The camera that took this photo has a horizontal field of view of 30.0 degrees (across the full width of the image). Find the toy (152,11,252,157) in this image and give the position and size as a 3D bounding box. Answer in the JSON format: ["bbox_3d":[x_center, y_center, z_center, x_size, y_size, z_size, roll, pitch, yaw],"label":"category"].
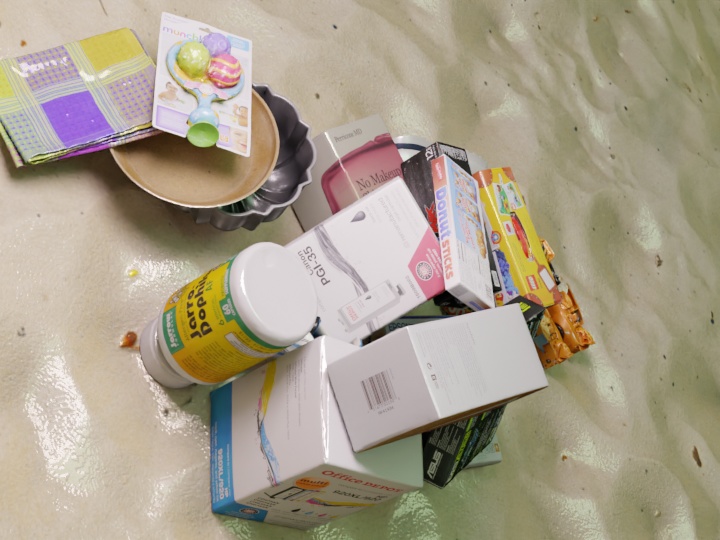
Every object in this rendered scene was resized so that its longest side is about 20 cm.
[{"bbox_3d":[-0.171,-0.225,1.520,0.114,0.047,0.202,16,48,-20],"label":"toy"}]

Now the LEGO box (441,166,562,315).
[{"bbox_3d":[0.169,-0.019,1.854,0.077,0.148,0.202,-11,77,-48],"label":"LEGO box"}]

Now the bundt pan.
[{"bbox_3d":[-0.155,-0.130,1.596,0.199,0.076,0.204,8,58,-12],"label":"bundt pan"}]

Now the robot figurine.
[{"bbox_3d":[0.270,0.037,1.997,0.144,0.058,0.202,-20,85,-50],"label":"robot figurine"}]

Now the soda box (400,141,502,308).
[{"bbox_3d":[0.114,-0.057,1.711,0.063,0.070,0.202,8,63,-45],"label":"soda box"}]

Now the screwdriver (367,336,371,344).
[{"bbox_3d":[0.014,0.123,1.711,0.029,0.028,0.202,58,28,-55],"label":"screwdriver"}]

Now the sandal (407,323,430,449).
[{"bbox_3d":[0.077,0.161,1.637,0.076,0.042,0.202,39,45,-49],"label":"sandal"}]

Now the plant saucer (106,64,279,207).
[{"bbox_3d":[-0.192,-0.148,1.528,0.198,0.036,0.202,8,58,-13],"label":"plant saucer"}]

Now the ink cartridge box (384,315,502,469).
[{"bbox_3d":[0.097,0.161,1.743,0.197,0.047,0.202,3,68,-51],"label":"ink cartridge box"}]

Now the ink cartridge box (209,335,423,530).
[{"bbox_3d":[-0.050,0.184,1.477,0.146,0.199,0.146,19,56,-38],"label":"ink cartridge box"}]

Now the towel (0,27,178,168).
[{"bbox_3d":[-0.309,-0.195,1.484,0.198,0.023,0.145,-19,68,-27],"label":"towel"}]

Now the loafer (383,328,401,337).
[{"bbox_3d":[0.023,0.131,1.586,0.069,0.200,0.071,9,64,-22],"label":"loafer"}]

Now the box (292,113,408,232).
[{"bbox_3d":[0.000,-0.083,1.744,0.127,0.108,0.202,-26,89,-50],"label":"box"}]

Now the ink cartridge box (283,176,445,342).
[{"bbox_3d":[0.000,0.000,1.622,0.147,0.199,0.083,59,5,-3],"label":"ink cartridge box"}]

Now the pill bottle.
[{"bbox_3d":[-0.148,0.056,1.444,0.112,0.199,0.114,23,54,-36],"label":"pill bottle"}]

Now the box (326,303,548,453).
[{"bbox_3d":[0.083,0.110,1.406,0.199,0.124,0.098,-9,75,-49],"label":"box"}]

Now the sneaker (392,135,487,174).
[{"bbox_3d":[0.104,-0.136,1.922,0.198,0.076,0.082,7,75,-39],"label":"sneaker"}]

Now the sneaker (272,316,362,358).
[{"bbox_3d":[-0.090,0.071,1.555,0.198,0.073,0.072,22,20,-4],"label":"sneaker"}]

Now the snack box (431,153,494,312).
[{"bbox_3d":[0.122,-0.045,1.612,0.072,0.024,0.202,34,39,-38],"label":"snack box"}]

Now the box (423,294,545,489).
[{"bbox_3d":[0.145,0.141,1.611,0.047,0.202,0.193,26,19,19],"label":"box"}]
